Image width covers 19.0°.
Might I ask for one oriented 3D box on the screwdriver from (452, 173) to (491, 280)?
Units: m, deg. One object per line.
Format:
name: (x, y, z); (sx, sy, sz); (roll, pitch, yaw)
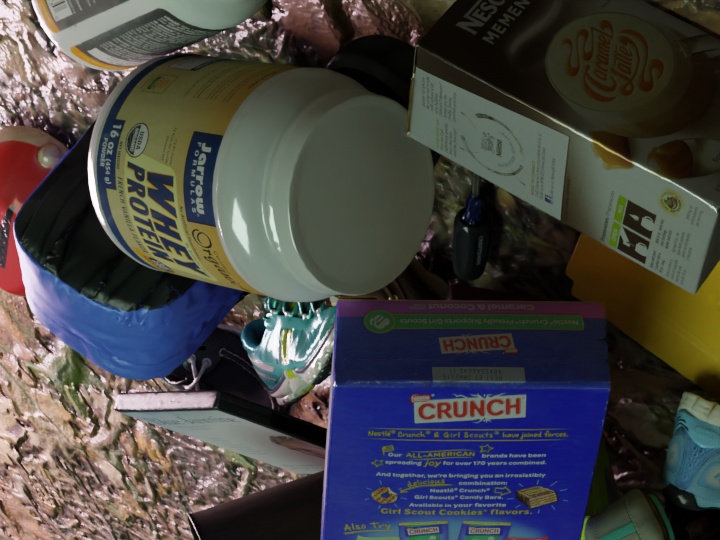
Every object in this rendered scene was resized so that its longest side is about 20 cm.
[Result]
screwdriver: (0.081, -0.061, 1.417); (0.029, 0.028, 0.201); (6, 142, -2)

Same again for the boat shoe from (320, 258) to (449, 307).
boat shoe: (0.000, 0.000, 1.500); (0.200, 0.070, 0.070); (46, 162, -24)

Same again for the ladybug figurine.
ladybug figurine: (-0.276, -0.041, 1.779); (0.135, 0.072, 0.200); (36, 147, 9)

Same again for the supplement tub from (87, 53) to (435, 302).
supplement tub: (-0.063, -0.059, 1.357); (0.199, 0.144, 0.145); (12, 138, 47)

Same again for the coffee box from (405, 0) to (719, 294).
coffee box: (0.139, -0.092, 1.234); (0.199, 0.114, 0.080); (29, 146, 18)

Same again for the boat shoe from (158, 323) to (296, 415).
boat shoe: (-0.141, 0.066, 1.749); (0.200, 0.060, 0.074); (38, 125, 17)

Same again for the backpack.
backpack: (-0.142, -0.017, 1.543); (0.162, 0.200, 0.168); (27, 145, 20)

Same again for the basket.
basket: (-0.016, 0.220, 1.665); (0.181, 0.199, 0.136); (80, 165, -52)

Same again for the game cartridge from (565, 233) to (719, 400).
game cartridge: (0.230, 0.011, 1.341); (0.199, 0.032, 0.177); (37, 148, 13)

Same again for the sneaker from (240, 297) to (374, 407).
sneaker: (-0.041, 0.044, 1.630); (0.080, 0.077, 0.200); (51, 148, 1)

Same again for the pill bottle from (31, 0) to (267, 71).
pill bottle: (-0.121, -0.203, 1.379); (0.199, 0.116, 0.117); (-13, 120, 52)

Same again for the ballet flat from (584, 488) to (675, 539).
ballet flat: (0.177, 0.196, 1.422); (0.068, 0.063, 0.200); (63, 180, 25)

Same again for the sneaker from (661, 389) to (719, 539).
sneaker: (0.231, 0.156, 1.429); (0.078, 0.090, 0.200); (21, 161, 29)

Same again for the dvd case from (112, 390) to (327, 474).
dvd case: (-0.080, 0.132, 1.730); (0.199, 0.018, 0.142); (23, 162, -37)

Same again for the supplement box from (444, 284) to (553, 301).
supplement box: (0.076, 0.121, 1.492); (0.085, 0.111, 0.201); (10, 133, -13)

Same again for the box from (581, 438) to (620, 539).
box: (0.168, 0.207, 1.549); (0.047, 0.122, 0.201); (-11, 128, 12)

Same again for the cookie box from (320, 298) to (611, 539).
cookie box: (0.062, 0.111, 1.350); (0.170, 0.076, 0.201); (1, 136, -4)

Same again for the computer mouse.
computer mouse: (0.013, -0.106, 1.418); (0.138, 0.053, 0.200); (39, 160, 2)
